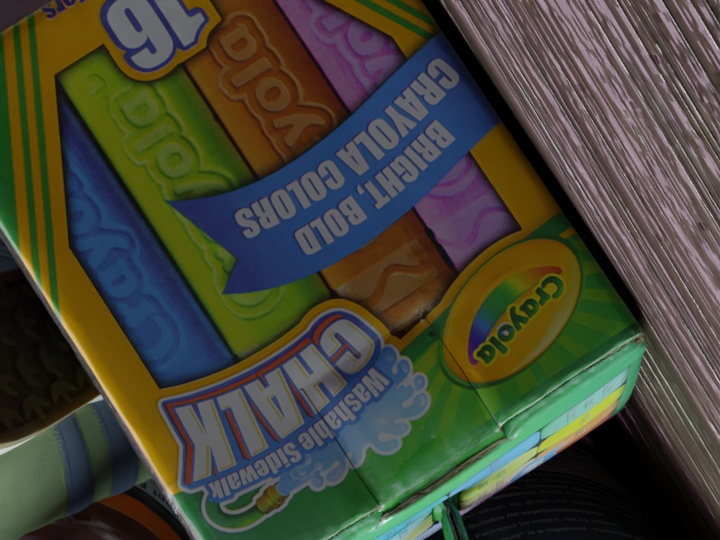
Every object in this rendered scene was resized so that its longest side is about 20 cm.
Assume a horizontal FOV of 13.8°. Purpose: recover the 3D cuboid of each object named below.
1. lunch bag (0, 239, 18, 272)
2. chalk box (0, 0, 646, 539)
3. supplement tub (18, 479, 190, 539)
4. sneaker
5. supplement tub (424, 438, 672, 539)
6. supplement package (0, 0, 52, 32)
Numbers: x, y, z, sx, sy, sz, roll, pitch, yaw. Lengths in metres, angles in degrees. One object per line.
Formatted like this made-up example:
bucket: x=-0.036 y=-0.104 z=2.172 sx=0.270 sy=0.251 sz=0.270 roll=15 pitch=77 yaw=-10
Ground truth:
lunch bag: x=-0.132 y=0.010 z=1.153 sx=0.160 sy=0.077 sz=0.200 roll=13 pitch=-177 yaw=-20
chalk box: x=-0.006 y=0.015 z=0.769 sx=0.200 sy=0.124 sz=0.125 roll=56 pitch=176 yaw=8
supplement tub: x=-0.097 y=0.094 z=0.964 sx=0.107 sy=0.107 sz=0.200 roll=59 pitch=-164 yaw=-23
sneaker: x=-0.092 y=0.040 z=0.878 sx=0.200 sy=0.090 sz=0.067 roll=-10 pitch=-114 yaw=-54
supplement tub: x=0.042 y=0.126 z=0.894 sx=0.141 sy=0.140 sz=0.200 roll=60 pitch=177 yaw=-28
supplement package: x=-0.127 y=-0.173 z=0.796 sx=0.200 sy=0.121 sz=0.120 roll=55 pitch=177 yaw=24
